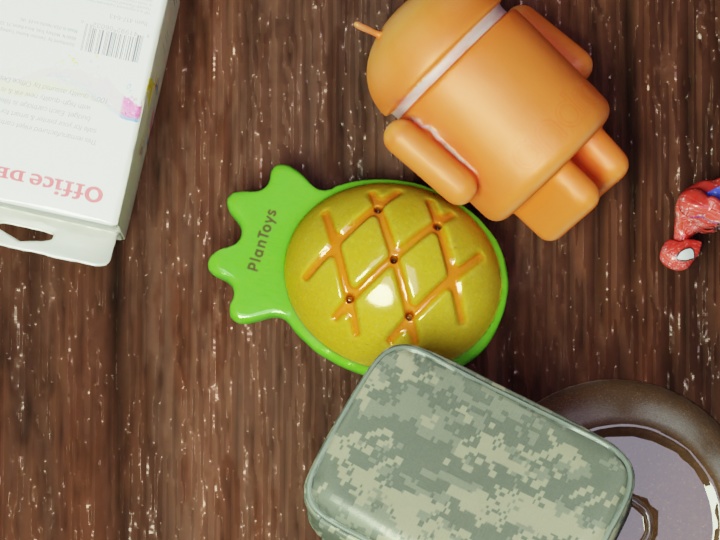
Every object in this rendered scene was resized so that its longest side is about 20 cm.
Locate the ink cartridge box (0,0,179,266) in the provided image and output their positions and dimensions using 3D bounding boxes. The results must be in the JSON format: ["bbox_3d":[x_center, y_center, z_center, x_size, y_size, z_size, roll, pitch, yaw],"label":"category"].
[{"bbox_3d":[-0.204,-0.109,1.506,0.128,0.125,0.200,13,86,-2],"label":"ink cartridge box"}]

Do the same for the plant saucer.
[{"bbox_3d":[0.177,0.174,1.555,0.200,0.037,0.201,0,86,-3],"label":"plant saucer"}]

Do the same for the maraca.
[{"bbox_3d":[0.000,0.000,1.521,0.200,0.107,0.137,16,72,3],"label":"maraca"}]

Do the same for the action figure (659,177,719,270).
[{"bbox_3d":[0.290,-0.065,1.556,0.099,0.065,0.200,40,86,17],"label":"action figure"}]

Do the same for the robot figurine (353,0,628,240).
[{"bbox_3d":[0.087,-0.115,1.529,0.200,0.117,0.144,45,92,-1],"label":"robot figurine"}]

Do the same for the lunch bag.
[{"bbox_3d":[0.069,0.152,1.459,0.200,0.168,0.139,25,73,12],"label":"lunch bag"}]
